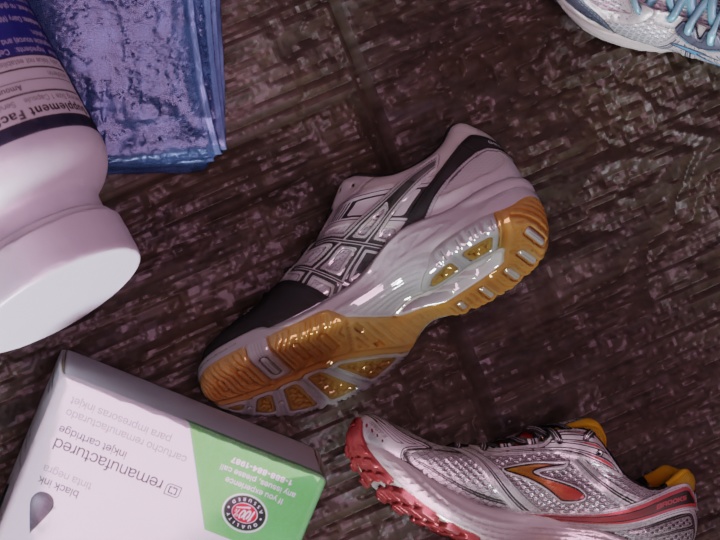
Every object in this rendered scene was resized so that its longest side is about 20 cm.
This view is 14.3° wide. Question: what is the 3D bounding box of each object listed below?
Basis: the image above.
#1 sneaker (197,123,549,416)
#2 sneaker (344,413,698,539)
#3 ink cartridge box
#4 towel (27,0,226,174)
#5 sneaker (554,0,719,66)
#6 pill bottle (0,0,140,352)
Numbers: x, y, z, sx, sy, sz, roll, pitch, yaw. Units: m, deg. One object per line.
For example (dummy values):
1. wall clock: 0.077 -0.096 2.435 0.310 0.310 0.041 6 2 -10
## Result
1. sneaker: 0.000 0.000 1.475 0.199 0.076 0.088 -30 56 8
2. sneaker: 0.084 0.109 1.488 0.199 0.078 0.083 19 85 -18
3. ink cartridge box: -0.120 0.162 1.436 0.145 0.084 0.201 21 95 -8
4. towel: -0.127 -0.148 1.453 0.111 0.049 0.201 -3 93 -8
5. sneaker: 0.192 -0.140 1.484 0.199 0.086 0.078 20 88 -9
6. pill bottle: -0.192 -0.068 1.385 0.115 0.116 0.201 -27 76 -7
